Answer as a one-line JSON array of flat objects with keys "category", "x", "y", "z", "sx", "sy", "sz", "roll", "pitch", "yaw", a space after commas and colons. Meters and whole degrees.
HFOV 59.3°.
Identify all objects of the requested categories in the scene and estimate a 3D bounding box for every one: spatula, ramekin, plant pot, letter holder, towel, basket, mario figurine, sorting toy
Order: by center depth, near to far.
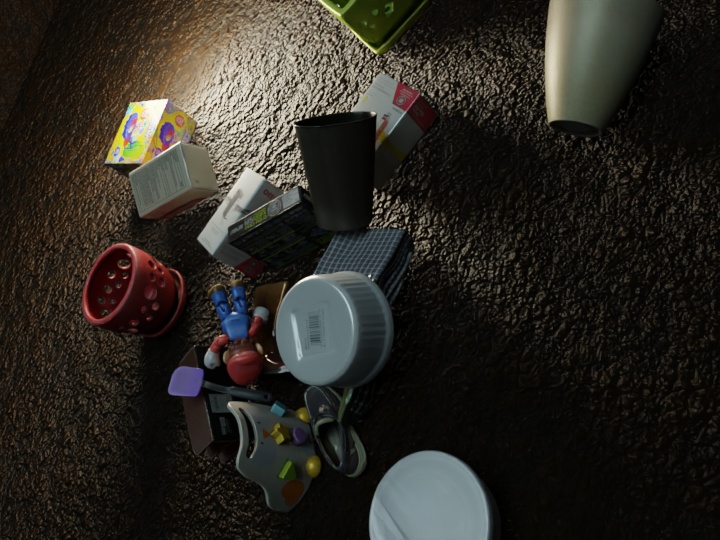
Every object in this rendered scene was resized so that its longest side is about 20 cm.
[{"category": "ramekin", "x": 0.118, "y": 0.381, "z": 0.952, "sx": 0.200, "sy": 0.094, "sz": 0.205, "roll": -16, "pitch": 60, "yaw": 29}, {"category": "plant pot", "x": 0.384, "y": -0.336, "z": 1.061, "sx": 0.186, "sy": 0.186, "sz": 0.203, "roll": 17, "pitch": 93, "yaw": 40}, {"category": "ramekin", "x": -0.050, "y": 0.100, "z": 1.069, "sx": 0.198, "sy": 0.097, "sz": 0.204, "roll": -2, "pitch": 87, "yaw": 35}, {"category": "sorting toy", "x": -0.170, "y": 0.310, "z": 1.141, "sx": 0.106, "sy": 0.179, "sz": 0.202, "roll": -32, "pitch": 54, "yaw": 20}, {"category": "towel", "x": 0.000, "y": 0.000, "z": 1.193, "sx": 0.164, "sy": 0.086, "sz": 0.202, "roll": 1, "pitch": 51, "yaw": 36}, {"category": "spatula", "x": -0.264, "y": 0.225, "z": 1.210, "sx": 0.197, "sy": 0.021, "sz": 0.057, "roll": 12, "pitch": 66, "yaw": -7}, {"category": "basket", "x": -0.037, "y": -0.189, "z": 1.211, "sx": 0.135, "sy": 0.179, "sz": 0.203, "roll": 15, "pitch": 119, "yaw": 41}, {"category": "mario figurine", "x": -0.248, "y": 0.130, "z": 1.266, "sx": 0.122, "sy": 0.106, "sz": 0.203, "roll": -20, "pitch": 75, "yaw": 24}, {"category": "letter holder", "x": -0.308, "y": 0.277, "z": 1.284, "sx": 0.142, "sy": 0.100, "sz": 0.202, "roll": -43, "pitch": 54, "yaw": 34}, {"category": "plant pot", "x": 0.028, "y": -0.631, "z": 1.444, "sx": 0.200, "sy": 0.181, "sz": 0.200, "roll": -45, "pitch": 49, "yaw": 10}, {"category": "plant pot", "x": -0.539, "y": 0.061, "z": 1.531, "sx": 0.198, "sy": 0.182, "sz": 0.203, "roll": -16, "pitch": 59, "yaw": 29}]

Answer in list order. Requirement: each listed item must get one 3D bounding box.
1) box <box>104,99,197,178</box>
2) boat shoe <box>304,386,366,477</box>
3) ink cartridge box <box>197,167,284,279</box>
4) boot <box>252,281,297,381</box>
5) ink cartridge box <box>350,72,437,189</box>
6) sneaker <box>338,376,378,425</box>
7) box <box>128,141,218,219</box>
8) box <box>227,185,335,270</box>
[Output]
[{"category": "box", "x": -0.601, "y": -0.368, "z": 1.823, "sx": 0.190, "sy": 0.122, "sz": 0.203, "roll": 6, "pitch": 73, "yaw": 37}, {"category": "boat shoe", "x": -0.056, "y": 0.281, "z": 1.147, "sx": 0.072, "sy": 0.065, "sz": 0.201, "roll": -43, "pitch": 49, "yaw": 13}, {"category": "ink cartridge box", "x": -0.243, "y": -0.105, "z": 1.417, "sx": 0.201, "sy": 0.144, "sz": 0.084, "roll": -53, "pitch": 49, "yaw": 2}, {"category": "boot", "x": -0.164, "y": 0.124, "z": 1.309, "sx": 0.187, "sy": 0.068, "sz": 0.203, "roll": -9, "pitch": 64, "yaw": 46}, {"category": "ink cartridge box", "x": 0.042, "y": -0.295, "z": 1.338, "sx": 0.201, "sy": 0.083, "sz": 0.145, "roll": -52, "pitch": 49, "yaw": 4}, {"category": "sneaker", "x": -0.013, "y": 0.184, "z": 1.161, "sx": 0.088, "sy": 0.077, "sz": 0.203, "roll": -2, "pitch": 60, "yaw": 37}, {"category": "box", "x": -0.490, "y": -0.230, "z": 1.660, "sx": 0.198, "sy": 0.109, "sz": 0.130, "roll": -22, "pitch": 81, "yaw": 26}, {"category": "box", "x": -0.155, "y": -0.084, "z": 1.332, "sx": 0.198, "sy": 0.160, "sz": 0.045, "roll": -26, "pitch": 57, "yaw": 25}]
